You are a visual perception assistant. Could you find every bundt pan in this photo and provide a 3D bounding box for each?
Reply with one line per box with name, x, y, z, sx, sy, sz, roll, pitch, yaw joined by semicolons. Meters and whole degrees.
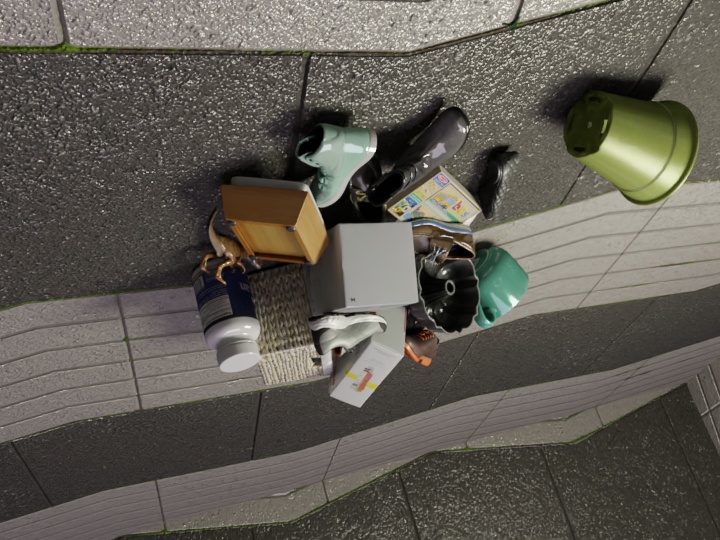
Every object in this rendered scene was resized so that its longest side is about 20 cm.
bundt pan;0.169;0.043;1.863;0.199;0.207;0.075;5;167;-41

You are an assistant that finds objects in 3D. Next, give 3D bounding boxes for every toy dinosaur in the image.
toy dinosaur;-0.258;-0.041;1.603;0.107;0.060;0.200;-58;150;-5

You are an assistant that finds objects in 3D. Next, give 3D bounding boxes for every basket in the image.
basket;-0.151;0.116;1.805;0.157;0.204;0.199;-13;155;-6

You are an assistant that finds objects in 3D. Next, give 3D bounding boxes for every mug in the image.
mug;0.298;0.027;1.968;0.152;0.186;0.114;-41;108;11

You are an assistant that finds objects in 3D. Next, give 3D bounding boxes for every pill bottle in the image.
pill bottle;-0.256;0.088;1.670;0.109;0.204;0.112;-15;156;-7

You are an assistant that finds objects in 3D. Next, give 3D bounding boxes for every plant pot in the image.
plant pot;0.479;-0.243;1.575;0.187;0.204;0.200;15;141;-29

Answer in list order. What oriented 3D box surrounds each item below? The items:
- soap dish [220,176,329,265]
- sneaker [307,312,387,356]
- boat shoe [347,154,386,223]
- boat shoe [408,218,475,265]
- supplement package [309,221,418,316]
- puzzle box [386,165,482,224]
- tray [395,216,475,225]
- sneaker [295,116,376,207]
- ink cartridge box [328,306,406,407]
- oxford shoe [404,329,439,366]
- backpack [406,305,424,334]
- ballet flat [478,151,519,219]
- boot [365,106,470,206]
soap dish;-0.147;-0.081;1.491;0.154;0.083;0.201;6;159;11
sneaker;-0.024;0.122;1.655;0.073;0.081;0.198;-9;175;43
boat shoe;0.012;-0.149;1.548;0.070;0.062;0.202;-19;155;1
boat shoe;0.153;-0.055;1.719;0.196;0.073;0.073;-3;144;-30
supplement package;0.000;0.000;1.644;0.147;0.156;0.199;-3;174;-21
puzzle box;0.147;-0.129;1.698;0.132;0.026;0.199;-35;147;18
tray;0.150;-0.084;1.823;0.196;0.023;0.108;-6;153;-25
sneaker;-0.069;-0.180;1.426;0.116;0.075;0.200;7;148;-30
ink cartridge box;0.015;0.171;1.833;0.082;0.147;0.201;23;131;-16
oxford shoe;0.126;0.157;1.904;0.073;0.071;0.200;-52;159;2
backpack;0.071;0.091;1.961;0.173;0.156;0.200;2;149;-31
ballet flat;0.273;-0.162;1.700;0.056;0.067;0.201;-18;156;-13
boot;0.099;-0.184;1.461;0.131;0.070;0.200;-41;175;-46
